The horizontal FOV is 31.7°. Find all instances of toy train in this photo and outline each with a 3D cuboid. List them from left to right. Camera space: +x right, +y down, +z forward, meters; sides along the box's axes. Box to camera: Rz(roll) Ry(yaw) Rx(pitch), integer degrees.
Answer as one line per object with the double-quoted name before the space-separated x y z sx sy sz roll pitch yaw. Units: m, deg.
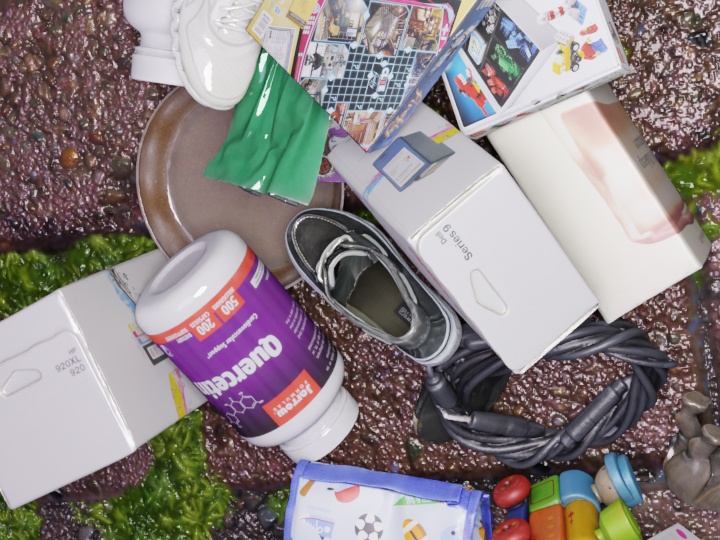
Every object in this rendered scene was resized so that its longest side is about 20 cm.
"toy train" 0.169 0.219 0.993 0.115 0.200 0.085 -28 104 16

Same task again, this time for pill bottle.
"pill bottle" -0.136 -0.252 1.038 0.108 0.109 0.202 11 98 17
"pill bottle" -0.090 0.070 1.079 0.112 0.113 0.200 -31 112 22

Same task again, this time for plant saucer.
"plant saucer" -0.103 -0.077 1.115 0.198 0.032 0.202 4 102 18

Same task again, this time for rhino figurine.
"rhino figurine" 0.332 0.175 0.997 0.199 0.060 0.088 24 127 13

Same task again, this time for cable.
"cable" 0.155 0.100 1.015 0.198 0.051 0.164 -9 130 11

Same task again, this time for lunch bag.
"lunch bag" 0.025 0.258 1.087 0.169 0.124 0.202 6 117 17

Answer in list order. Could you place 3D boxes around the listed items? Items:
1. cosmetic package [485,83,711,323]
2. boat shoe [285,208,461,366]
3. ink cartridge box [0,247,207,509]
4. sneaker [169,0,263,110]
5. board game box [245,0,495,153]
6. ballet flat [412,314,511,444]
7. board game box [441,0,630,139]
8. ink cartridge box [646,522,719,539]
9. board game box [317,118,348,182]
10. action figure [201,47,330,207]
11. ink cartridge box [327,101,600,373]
"cosmetic package" 0.179 -0.073 0.978 0.087 0.103 0.201 -33 90 22
"boat shoe" 0.000 0.000 1.005 0.200 0.071 0.072 36 92 38
"ink cartridge box" -0.232 0.088 1.104 0.147 0.200 0.145 -27 91 23
"sneaker" -0.093 -0.221 0.960 0.081 0.075 0.202 23 105 59
"board game box" 0.019 -0.201 0.884 0.136 0.035 0.200 46 123 12
"ballet flat" 0.099 0.062 1.071 0.066 0.057 0.201 15 113 -25
"board game box" 0.102 -0.212 0.918 0.125 0.035 0.202 -21 82 24
"ink cartridge box" 0.212 0.249 0.990 0.037 0.199 0.095 46 113 26
"board game box" -0.015 -0.173 1.044 0.119 0.032 0.202 3 95 14
"action figure" -0.045 -0.154 1.003 0.117 0.055 0.201 18 86 33
"ink cartridge box" 0.072 -0.033 0.944 0.087 0.200 0.145 -40 118 2
